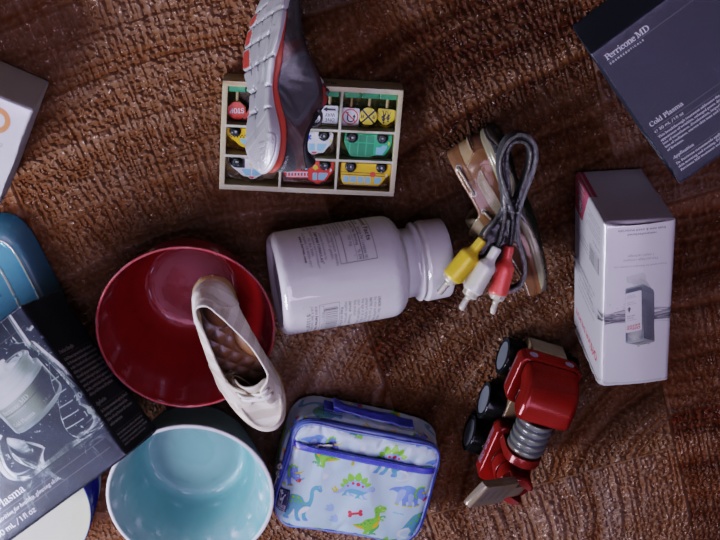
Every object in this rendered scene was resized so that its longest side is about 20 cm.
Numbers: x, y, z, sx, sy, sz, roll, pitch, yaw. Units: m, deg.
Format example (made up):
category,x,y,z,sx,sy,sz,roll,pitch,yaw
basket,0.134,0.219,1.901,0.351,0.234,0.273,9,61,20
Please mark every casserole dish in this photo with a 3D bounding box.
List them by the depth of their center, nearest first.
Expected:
category,x,y,z,sx,sy,sz,roll,pitch,yaw
casserole dish,-0.411,0.027,1.484,0.119,0.039,0.202,-18,115,5

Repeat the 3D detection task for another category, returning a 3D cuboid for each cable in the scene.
category,x,y,z,sx,sy,sz,roll,pitch,yaw
cable,0.160,-0.046,1.391,0.096,0.050,0.202,18,111,-14

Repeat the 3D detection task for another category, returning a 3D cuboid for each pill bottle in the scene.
category,x,y,z,sx,sy,sz,roll,pitch,yaw
pill bottle,0.000,0.000,1.442,0.197,0.115,0.116,-9,117,-11

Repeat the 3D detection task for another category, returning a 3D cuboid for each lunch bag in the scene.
category,x,y,z,sx,sy,sz,roll,pitch,yaw
lunch bag,-0.007,0.244,1.588,0.197,0.083,0.163,14,112,-11

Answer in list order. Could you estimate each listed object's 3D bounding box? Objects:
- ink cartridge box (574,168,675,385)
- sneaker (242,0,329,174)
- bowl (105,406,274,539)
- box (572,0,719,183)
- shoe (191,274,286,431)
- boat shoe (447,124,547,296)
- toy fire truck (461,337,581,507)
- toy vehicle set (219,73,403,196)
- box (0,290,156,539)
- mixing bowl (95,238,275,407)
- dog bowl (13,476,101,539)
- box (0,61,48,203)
category,x,y,z,sx,sy,sz,roll,pitch,yaw
ink cartridge box,0.293,0.007,1.447,0.083,0.146,0.203,-3,117,-2
sneaker,-0.074,-0.200,1.356,0.081,0.077,0.203,3,91,-31
bowl,-0.203,0.244,1.563,0.197,0.105,0.204,-1,117,-3
box,0.359,-0.233,1.356,0.199,0.104,0.183,-35,114,13
shoe,-0.136,0.101,1.404,0.069,0.054,0.202,-20,116,7
boat shoe,0.155,-0.064,1.453,0.073,0.076,0.202,-19,108,12
toy fire truck,0.183,0.194,1.504,0.127,0.201,0.178,16,115,-11
toy vehicle set,-0.055,-0.148,1.420,0.197,0.027,0.126,2,116,-4
box,-0.370,0.164,1.429,0.199,0.124,0.198,-36,90,10
mixing bowl,-0.195,0.040,1.460,0.197,0.109,0.203,-2,117,-3
dog bowl,-0.421,0.271,1.580,0.197,0.079,0.203,-1,116,-3
box,-0.447,-0.169,1.351,0.198,0.098,0.125,23,113,-13
